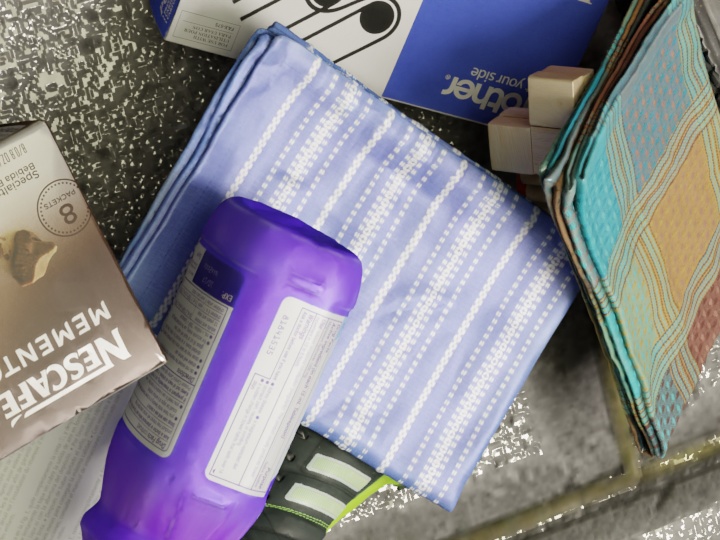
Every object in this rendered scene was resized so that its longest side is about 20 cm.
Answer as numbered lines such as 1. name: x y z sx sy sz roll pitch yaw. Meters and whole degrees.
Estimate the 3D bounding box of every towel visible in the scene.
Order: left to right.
1. towel: 0.000 0.000 0.942 0.200 0.024 0.145 33 85 -20
2. towel: 0.143 -0.025 0.996 0.147 0.022 0.200 -59 143 -31

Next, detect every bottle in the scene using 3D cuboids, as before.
1. bottle: -0.067 0.072 0.880 0.065 0.084 0.201 22 94 -21

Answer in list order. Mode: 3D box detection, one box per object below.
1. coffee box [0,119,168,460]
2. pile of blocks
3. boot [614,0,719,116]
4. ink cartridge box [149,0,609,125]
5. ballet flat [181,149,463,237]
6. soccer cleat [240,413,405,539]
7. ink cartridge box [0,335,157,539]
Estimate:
1. coffee box: -0.193 0.034 0.837 0.199 0.080 0.114 -30 103 -19
2. pile of blocks: 0.111 -0.045 1.019 0.200 0.062 0.082 54 53 -50
3. boot: 0.182 -0.187 1.043 0.131 0.070 0.201 -29 105 -18
4. ink cartridge box: 0.012 -0.132 0.977 0.199 0.044 0.094 13 117 -23
5. ballet flat: 0.001 -0.027 0.993 0.199 0.076 0.064 8 60 -28
6. soccer cleat: -0.032 0.092 0.975 0.200 0.067 0.081 -36 112 -37
7. ink cartridge box: -0.158 0.061 0.944 0.199 0.050 0.163 27 86 -23
